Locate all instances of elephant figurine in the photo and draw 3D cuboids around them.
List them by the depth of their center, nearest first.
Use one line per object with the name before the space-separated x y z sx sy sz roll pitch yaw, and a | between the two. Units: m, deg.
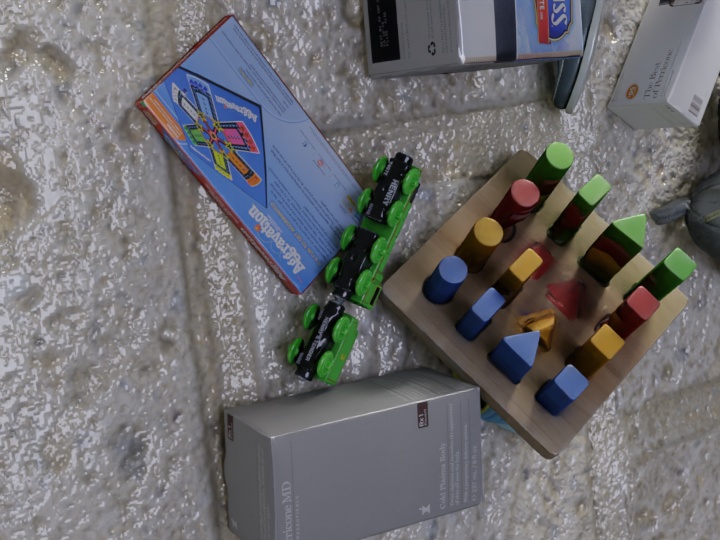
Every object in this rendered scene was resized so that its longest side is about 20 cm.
elephant figurine | 0.415 -0.038 1.237 0.142 0.155 0.200 -48 151 17

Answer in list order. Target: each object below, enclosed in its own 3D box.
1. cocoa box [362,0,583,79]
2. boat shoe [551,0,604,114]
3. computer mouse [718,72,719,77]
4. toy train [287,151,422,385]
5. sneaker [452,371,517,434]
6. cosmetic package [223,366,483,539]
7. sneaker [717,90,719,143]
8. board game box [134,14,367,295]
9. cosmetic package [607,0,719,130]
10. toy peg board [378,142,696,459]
cocoa box | 0.085 -0.261 0.998 0.131 0.133 0.201 -9 99 -33
boat shoe | 0.189 -0.243 1.122 0.061 0.073 0.201 10 95 8
computer mouse | 0.417 -0.271 1.266 0.140 0.046 0.201 10 99 -37
toy train | 0.000 0.000 1.003 0.201 0.042 0.056 -65 156 -5
sneaker | 0.148 0.048 1.093 0.130 0.079 0.201 18 82 -33
cosmetic package | -0.005 0.150 0.994 0.199 0.090 0.108 -12 106 -33
sneaker | 0.417 -0.142 1.234 0.199 0.079 0.074 15 77 -43
board game box | -0.077 -0.088 0.975 0.103 0.019 0.200 -48 116 -22
cosmetic package | 0.308 -0.233 1.175 0.050 0.082 0.201 29 77 -28
toy peg board | 0.157 0.008 1.026 0.200 0.098 0.199 43 65 8
